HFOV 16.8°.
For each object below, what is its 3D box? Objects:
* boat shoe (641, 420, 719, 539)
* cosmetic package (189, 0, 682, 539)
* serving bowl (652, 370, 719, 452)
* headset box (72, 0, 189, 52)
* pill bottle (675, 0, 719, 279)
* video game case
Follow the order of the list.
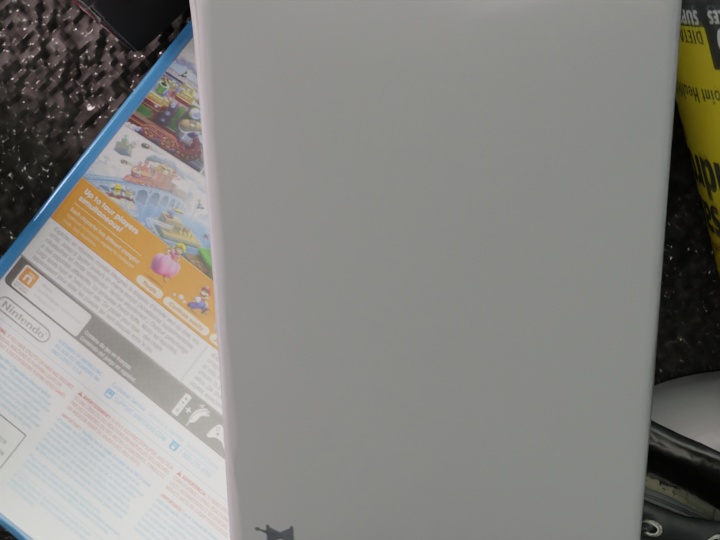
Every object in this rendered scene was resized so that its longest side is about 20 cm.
[{"bbox_3d":[0.079,0.060,0.797,0.199,0.075,0.066,31,112,-11],"label":"boat shoe"},{"bbox_3d":[0.024,-0.053,0.696,0.122,0.201,0.200,2,130,3],"label":"cosmetic package"},{"bbox_3d":[0.144,0.137,0.886,0.199,0.066,0.202,0,89,1],"label":"serving bowl"},{"bbox_3d":[-0.122,-0.169,0.824,0.077,0.149,0.200,-46,75,1],"label":"headset box"},{"bbox_3d":[0.163,-0.021,0.757,0.111,0.112,0.201,-16,107,1],"label":"pill bottle"},{"bbox_3d":[-0.050,0.017,0.840,0.143,0.018,0.200,38,87,7],"label":"video game case"}]
